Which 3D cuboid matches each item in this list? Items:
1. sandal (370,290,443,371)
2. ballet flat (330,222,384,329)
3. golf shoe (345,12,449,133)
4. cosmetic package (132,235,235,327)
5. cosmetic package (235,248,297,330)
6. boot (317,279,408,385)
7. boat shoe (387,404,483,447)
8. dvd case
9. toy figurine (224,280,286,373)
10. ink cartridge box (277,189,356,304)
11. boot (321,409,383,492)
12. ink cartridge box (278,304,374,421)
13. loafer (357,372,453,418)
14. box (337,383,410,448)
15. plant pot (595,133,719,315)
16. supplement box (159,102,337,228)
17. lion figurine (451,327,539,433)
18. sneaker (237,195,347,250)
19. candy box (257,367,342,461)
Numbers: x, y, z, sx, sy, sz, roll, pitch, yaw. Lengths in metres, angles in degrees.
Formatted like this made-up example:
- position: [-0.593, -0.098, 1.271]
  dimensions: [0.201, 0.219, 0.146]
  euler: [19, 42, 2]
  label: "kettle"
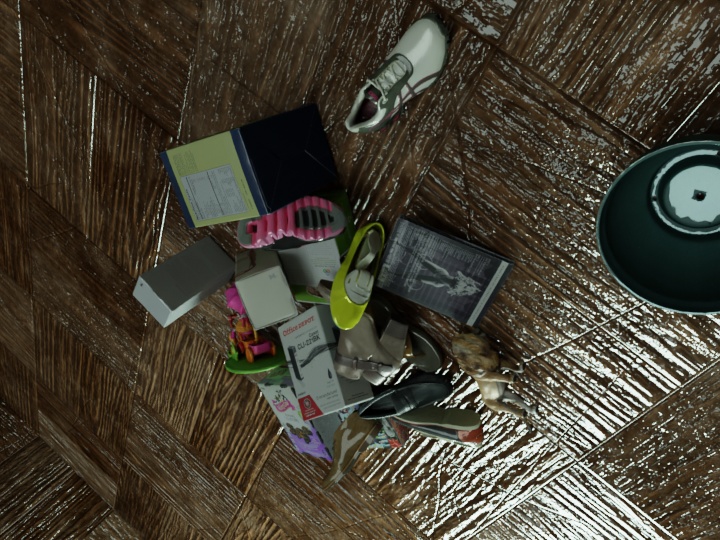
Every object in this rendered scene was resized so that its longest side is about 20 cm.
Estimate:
- position: [0.070, 0.122, 1.036]
  dimensions: [0.200, 0.055, 0.082]
  euler: [47, 133, -7]
  label: "sandal"
- position: [0.000, 0.000, 0.924]
  dimensions: [0.066, 0.202, 0.067]
  euler: [29, 146, -18]
  label: "ballet flat"
- position: [0.052, -0.271, 0.794]
  dimensions: [0.077, 0.088, 0.200]
  euler: [45, 131, 5]
  label: "golf shoe"
- position: [-0.372, 0.020, 1.189]
  dimensions: [0.101, 0.200, 0.071]
  euler: [45, 132, 4]
  label: "cosmetic package"
- position: [-0.184, 0.022, 1.059]
  dimensions: [0.200, 0.086, 0.105]
  euler: [-130, 21, -71]
  label: "cosmetic package"
- position: [-0.012, 0.120, 0.991]
  dimensions: [0.198, 0.070, 0.147]
  euler: [28, 113, -1]
  label: "boot"
- position: [0.145, 0.301, 1.089]
  dimensions: [0.198, 0.071, 0.063]
  euler: [3, 122, 29]
  label: "boat shoe"
- position: [0.132, 0.004, 0.918]
  dimensions: [0.198, 0.016, 0.150]
  euler: [23, 129, 3]
  label: "dvd case"
- position: [-0.250, 0.108, 1.233]
  dimensions: [0.199, 0.149, 0.187]
  euler: [11, 112, 58]
  label: "toy figurine"
- position: [-0.078, -0.040, 1.034]
  dimensions: [0.146, 0.076, 0.202]
  euler: [3, 122, 33]
  label: "ink cartridge box"
- position: [-0.034, 0.381, 1.175]
  dimensions: [0.075, 0.074, 0.201]
  euler: [36, 103, 9]
  label: "boot"
- position: [-0.073, 0.179, 1.103]
  dimensions: [0.144, 0.083, 0.203]
  euler: [-31, 71, 43]
  label: "ink cartridge box"
- position: [0.084, 0.250, 1.069]
  dimensions: [0.198, 0.071, 0.069]
  euler: [-19, 111, 26]
  label: "loafer"
- position: [0.007, 0.293, 1.197]
  dimensions: [0.136, 0.040, 0.202]
  euler: [-17, 106, 39]
  label: "box"
- position: [0.392, -0.069, 0.644]
  dimensions: [0.198, 0.134, 0.203]
  euler: [17, 125, 26]
  label: "plant pot"
- position: [-0.185, -0.177, 0.937]
  dimensions: [0.198, 0.200, 0.136]
  euler: [-4, 111, 36]
  label: "supplement box"
- position: [0.231, 0.196, 0.963]
  dimensions: [0.121, 0.072, 0.202]
  euler: [5, 123, 41]
  label: "lion figurine"
- position: [-0.107, -0.069, 0.943]
  dimensions: [0.197, 0.095, 0.080]
  euler: [-5, 71, 20]
  label: "sneaker"
- position: [-0.129, 0.323, 1.266]
  dimensions: [0.167, 0.071, 0.202]
  euler: [-12, 110, 54]
  label: "candy box"
